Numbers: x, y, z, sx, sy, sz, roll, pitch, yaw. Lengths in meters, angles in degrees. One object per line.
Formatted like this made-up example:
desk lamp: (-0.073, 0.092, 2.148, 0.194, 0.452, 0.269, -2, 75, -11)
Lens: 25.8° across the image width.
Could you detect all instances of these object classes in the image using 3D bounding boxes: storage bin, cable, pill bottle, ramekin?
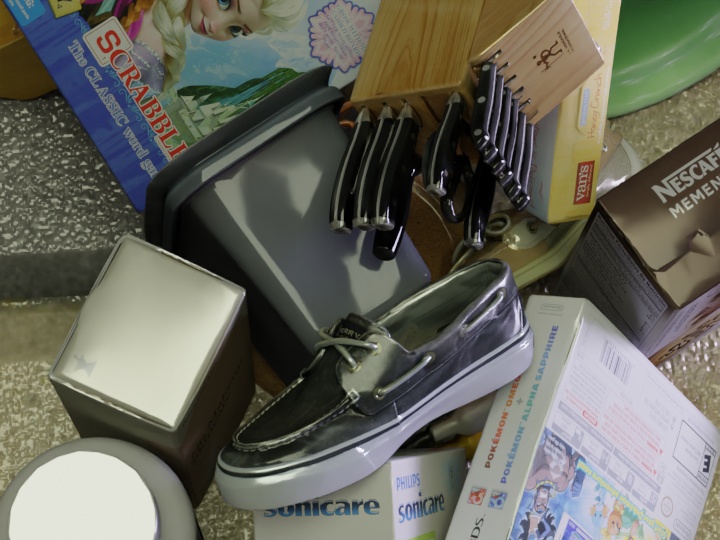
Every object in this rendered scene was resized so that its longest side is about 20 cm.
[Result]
storage bin: (-0.031, -0.017, 0.931, 0.145, 0.200, 0.134, -35, 86, -13)
cable: (0.022, 0.109, 0.980, 0.200, 0.050, 0.097, -35, 119, -17)
pill bottle: (-0.145, 0.160, 0.890, 0.112, 0.200, 0.113, 1, 71, -2)
ramekin: (0.180, -0.197, 1.031, 0.200, 0.200, 0.098, -21, 66, -9)

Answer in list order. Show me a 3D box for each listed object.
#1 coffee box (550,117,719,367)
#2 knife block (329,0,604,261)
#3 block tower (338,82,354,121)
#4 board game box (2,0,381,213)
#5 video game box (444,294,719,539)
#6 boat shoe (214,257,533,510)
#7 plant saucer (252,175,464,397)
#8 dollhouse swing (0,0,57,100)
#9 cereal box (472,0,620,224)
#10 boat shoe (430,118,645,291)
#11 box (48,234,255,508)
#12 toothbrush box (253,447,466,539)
coffee box: (0.192, -0.006, 0.960, 0.113, 0.200, 0.080, -32, 75, -12)
knife block: (0.033, -0.098, 0.856, 0.175, 0.064, 0.200, -39, 42, -2)
block tower: (-0.082, -0.167, 1.030, 0.200, 0.054, 0.058, 51, 42, -15)
board game box: (-0.104, -0.171, 0.961, 0.199, 0.041, 0.200, -32, 99, 6)
video game box: (0.134, 0.139, 0.921, 0.047, 0.200, 0.183, 2, 63, 40)
boat shoe: (0.003, 0.053, 0.825, 0.200, 0.072, 0.071, -30, 118, -28)
plant saucer: (0.000, 0.000, 1.038, 0.200, 0.035, 0.201, 0, 71, -1)
dollhouse swing: (-0.178, -0.218, 1.107, 0.181, 0.176, 0.201, -16, 67, 36)
cereal box: (0.084, -0.130, 0.980, 0.039, 0.144, 0.200, -9, 27, -26)
boat shoe: (0.110, -0.031, 1.010, 0.200, 0.073, 0.063, -33, 92, -29)
box: (-0.116, 0.066, 0.923, 0.078, 0.200, 0.095, 24, 72, 6)
toothbrush box: (0.007, 0.203, 0.879, 0.086, 0.146, 0.201, -6, 84, 19)
